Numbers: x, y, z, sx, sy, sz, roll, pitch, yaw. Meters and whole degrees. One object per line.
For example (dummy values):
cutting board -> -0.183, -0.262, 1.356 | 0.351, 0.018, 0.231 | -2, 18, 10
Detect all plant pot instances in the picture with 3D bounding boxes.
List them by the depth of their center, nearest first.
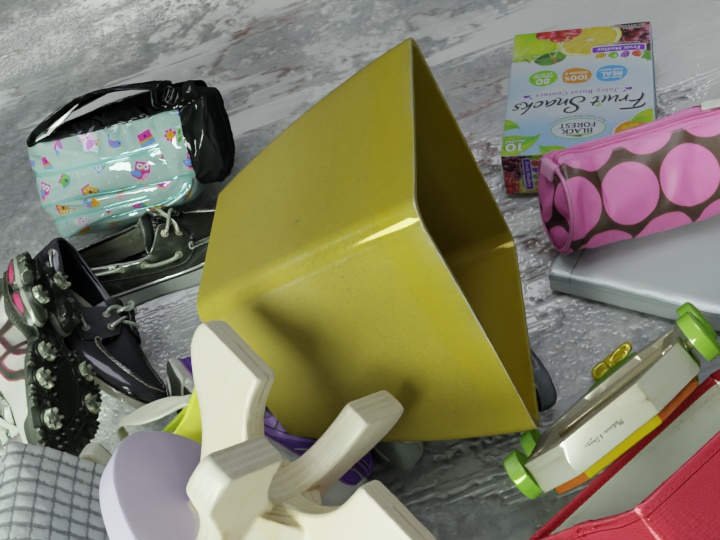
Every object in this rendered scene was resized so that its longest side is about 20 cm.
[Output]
plant pot -> 0.000, 0.000, 0.744 | 0.174, 0.201, 0.202 | -20, 37, 18

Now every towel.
towel -> -0.150, 0.212, 0.685 | 0.086, 0.198, 0.167 | -55, 28, 23

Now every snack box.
snack box -> 0.214, -0.160, 1.040 | 0.140, 0.053, 0.202 | -3, 44, 17

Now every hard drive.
hard drive -> 0.272, -0.013, 0.886 | 0.197, 0.027, 0.132 | 15, 51, 30

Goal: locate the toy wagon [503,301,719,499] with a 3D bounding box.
toy wagon -> 0.176, 0.085, 0.735 | 0.155, 0.200, 0.040 | -42, 82, 15

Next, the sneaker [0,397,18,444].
sneaker -> -0.325, 0.133, 0.906 | 0.197, 0.072, 0.081 | -18, 49, 3

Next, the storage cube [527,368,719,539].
storage cube -> 0.227, 0.154, 0.567 | 0.199, 0.171, 0.181 | -34, 80, -20

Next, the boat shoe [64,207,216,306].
boat shoe -> -0.186, -0.022, 1.019 | 0.197, 0.064, 0.071 | -25, 42, -8

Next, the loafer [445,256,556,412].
loafer -> 0.076, 0.048, 0.858 | 0.062, 0.072, 0.200 | -31, 47, -9

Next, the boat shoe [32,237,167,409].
boat shoe -> -0.226, 0.044, 0.928 | 0.199, 0.072, 0.063 | 40, 95, 29

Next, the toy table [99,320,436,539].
toy table -> -0.049, 0.133, 0.607 | 0.199, 0.118, 0.184 | 38, 23, 10

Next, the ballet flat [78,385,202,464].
ballet flat -> -0.166, 0.143, 0.784 | 0.199, 0.067, 0.067 | -35, 18, 19

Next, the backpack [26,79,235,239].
backpack -> -0.229, -0.112, 1.068 | 0.197, 0.129, 0.167 | -15, 4, 2

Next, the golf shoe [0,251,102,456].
golf shoe -> -0.261, 0.082, 0.850 | 0.088, 0.077, 0.201 | -35, 46, 12

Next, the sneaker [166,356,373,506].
sneaker -> -0.074, 0.125, 0.836 | 0.198, 0.082, 0.083 | 30, 45, 28

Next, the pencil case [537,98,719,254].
pencil case -> 0.242, -0.083, 0.880 | 0.197, 0.095, 0.091 | -19, 41, 0

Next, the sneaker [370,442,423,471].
sneaker -> 0.004, 0.074, 0.852 | 0.079, 0.071, 0.201 | -26, 42, -14
